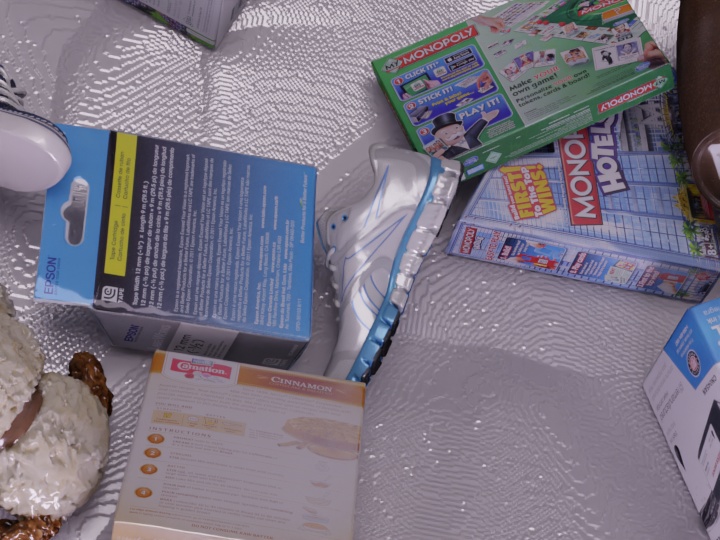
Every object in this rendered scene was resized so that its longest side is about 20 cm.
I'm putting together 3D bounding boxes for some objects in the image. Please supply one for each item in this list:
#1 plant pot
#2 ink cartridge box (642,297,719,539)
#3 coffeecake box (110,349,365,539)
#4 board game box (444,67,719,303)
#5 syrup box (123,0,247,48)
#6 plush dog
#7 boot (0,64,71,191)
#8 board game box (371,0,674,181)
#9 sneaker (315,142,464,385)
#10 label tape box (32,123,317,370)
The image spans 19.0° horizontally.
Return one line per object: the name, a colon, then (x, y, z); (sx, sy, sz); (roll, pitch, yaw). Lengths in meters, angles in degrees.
plant pot: (0.311, -0.136, 1.612); (0.186, 0.187, 0.200); (23, 47, 2)
ink cartridge box: (0.289, 0.130, 1.529); (0.084, 0.145, 0.201); (-16, 67, -15)
coffeecake box: (-0.080, 0.146, 1.447); (0.153, 0.073, 0.200); (9, 31, -2)
board game box: (0.160, -0.074, 1.654); (0.199, 0.062, 0.201); (-1, 65, -11)
syrup box: (-0.177, -0.266, 1.681); (0.199, 0.082, 0.079); (28, 61, 5)
plush dog: (-0.246, 0.098, 1.472); (0.171, 0.160, 0.201); (36, 62, -18)
boot: (-0.268, -0.115, 1.554); (0.199, 0.073, 0.091); (8, 53, 37)
board game box: (0.122, -0.150, 1.645); (0.199, 0.029, 0.135); (-23, 47, -1)
sneaker: (0.000, 0.000, 1.567); (0.086, 0.075, 0.201); (23, 82, 2)
label tape box: (-0.135, -0.017, 1.563); (0.199, 0.066, 0.144); (8, 64, -13)
